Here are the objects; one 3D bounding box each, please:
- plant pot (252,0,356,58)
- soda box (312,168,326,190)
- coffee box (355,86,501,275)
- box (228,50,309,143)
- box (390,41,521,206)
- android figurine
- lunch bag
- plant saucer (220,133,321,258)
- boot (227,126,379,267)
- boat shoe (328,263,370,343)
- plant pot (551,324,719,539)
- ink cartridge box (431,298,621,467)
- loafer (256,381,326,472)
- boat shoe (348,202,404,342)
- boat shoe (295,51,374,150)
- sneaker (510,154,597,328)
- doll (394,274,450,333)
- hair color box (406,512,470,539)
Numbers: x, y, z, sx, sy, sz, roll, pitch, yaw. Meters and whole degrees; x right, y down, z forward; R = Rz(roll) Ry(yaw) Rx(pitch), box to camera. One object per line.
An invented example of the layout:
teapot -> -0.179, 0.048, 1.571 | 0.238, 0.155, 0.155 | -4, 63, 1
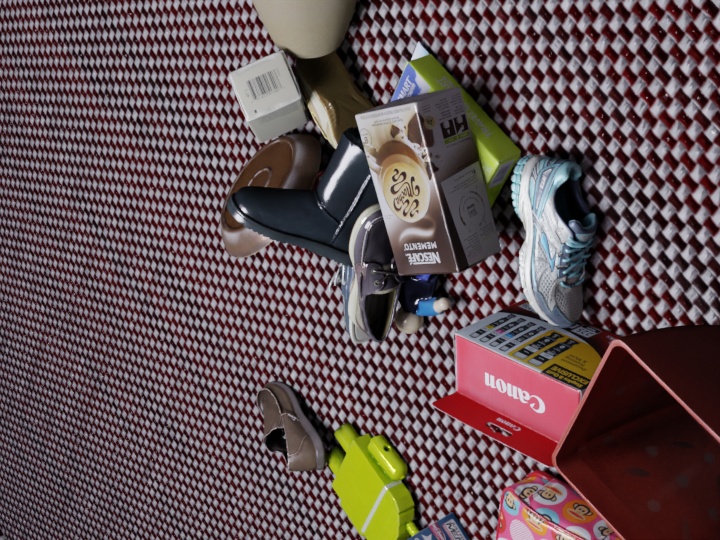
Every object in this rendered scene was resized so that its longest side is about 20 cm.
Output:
plant pot -> -0.071, -0.372, 1.688 | 0.187, 0.186, 0.202 | 39, 149, 34
soda box -> -0.083, -0.097, 1.920 | 0.199, 0.063, 0.071 | -7, 102, 54
coffee box -> 0.080, -0.102, 1.609 | 0.112, 0.079, 0.203 | -4, 106, 51
box -> -0.118, -0.226, 1.802 | 0.200, 0.081, 0.069 | 107, 140, -87
box -> 0.099, -0.165, 1.661 | 0.201, 0.047, 0.123 | 51, 140, 22
android figurine -> 0.019, 0.327, 2.021 | 0.201, 0.041, 0.183 | 50, 140, 27
lunch bag -> 0.256, 0.365, 1.695 | 0.199, 0.081, 0.179 | 30, 130, 40
plant saucer -> -0.132, -0.111, 1.885 | 0.032, 0.202, 0.199 | 36, 156, -28
boot -> -0.050, -0.111, 1.728 | 0.169, 0.198, 0.077 | -61, 17, 25
boat shoe -> 0.000, 0.000, 1.851 | 0.061, 0.074, 0.203 | 28, 127, 40
plant pot -> 0.347, 0.171, 1.396 | 0.200, 0.175, 0.201 | 46, 139, 27
ink cartridge box -> 0.205, 0.124, 1.560 | 0.199, 0.174, 0.085 | 23, 125, 44
loafer -> -0.121, 0.240, 2.115 | 0.200, 0.070, 0.074 | 44, 140, 51
boat shoe -> 0.025, 0.006, 1.747 | 0.065, 0.071, 0.202 | 49, 144, 40
boat shoe -> -0.024, -0.205, 1.789 | 0.202, 0.073, 0.066 | 64, 168, -5
sneaker -> 0.226, -0.030, 1.539 | 0.086, 0.077, 0.203 | 1, 108, 48
doll -> 0.076, 0.004, 1.775 | 0.136, 0.048, 0.202 | 44, 138, 34
hair color box -> 0.054, 0.418, 1.885 | 0.061, 0.198, 0.100 | 55, 142, 15
